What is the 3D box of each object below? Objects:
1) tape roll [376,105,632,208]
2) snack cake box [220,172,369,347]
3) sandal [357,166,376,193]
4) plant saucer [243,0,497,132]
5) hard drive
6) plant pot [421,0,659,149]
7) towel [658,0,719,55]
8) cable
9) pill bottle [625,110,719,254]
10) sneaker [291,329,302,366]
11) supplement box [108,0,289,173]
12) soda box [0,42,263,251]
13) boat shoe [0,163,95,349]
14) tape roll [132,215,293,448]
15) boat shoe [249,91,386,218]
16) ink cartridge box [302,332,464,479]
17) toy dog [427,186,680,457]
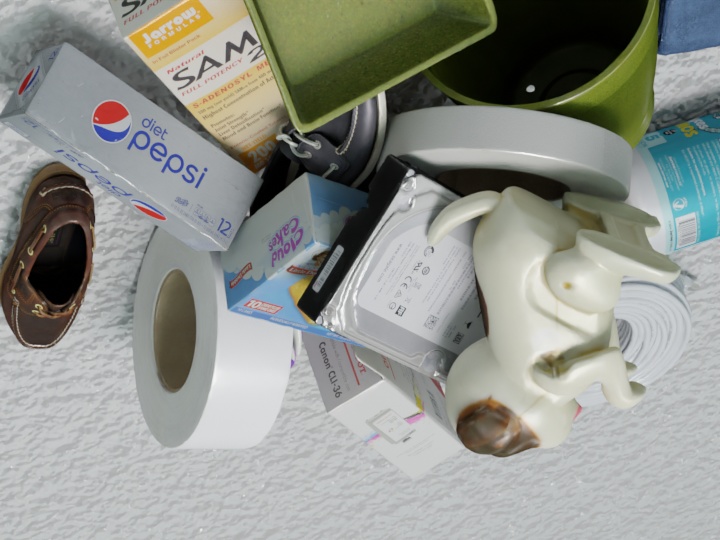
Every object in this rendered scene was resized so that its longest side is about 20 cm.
[{"bbox_3d":[0.112,-0.083,1.572,0.202,0.037,0.203,6,168,1],"label":"tape roll"},{"bbox_3d":[0.000,0.000,1.622,0.200,0.067,0.115,17,142,-38],"label":"snack cake box"},{"bbox_3d":[0.022,-0.080,1.745,0.082,0.055,0.200,-38,138,19],"label":"sandal"},{"bbox_3d":[-0.015,-0.230,1.474,0.199,0.048,0.201,-30,109,-28],"label":"plant saucer"},{"bbox_3d":[0.062,0.010,1.568,0.200,0.038,0.140,27,98,-41],"label":"hard drive"},{"bbox_3d":[0.157,-0.173,1.615,0.200,0.201,0.193,-27,150,7],"label":"plant pot"},{"bbox_3d":[0.341,-0.245,1.711,0.199,0.049,0.112,-12,139,-13],"label":"towel"},{"bbox_3d":[0.226,0.059,1.982,0.200,0.069,0.200,-39,138,19],"label":"cable"},{"bbox_3d":[0.327,-0.088,1.831,0.199,0.111,0.111,-17,140,-6],"label":"pill bottle"},{"bbox_3d":[-0.096,0.067,1.813,0.072,0.115,0.201,-10,140,-16],"label":"sneaker"},{"bbox_3d":[-0.091,-0.178,1.570,0.126,0.074,0.200,-31,140,10],"label":"supplement box"},{"bbox_3d":[-0.177,-0.094,1.571,0.200,0.063,0.068,34,73,-25],"label":"soda box"},{"bbox_3d":[-0.263,0.003,1.701,0.070,0.070,0.200,-6,139,-20],"label":"boat shoe"},{"bbox_3d":[-0.128,0.052,1.714,0.071,0.203,0.203,2,135,-27],"label":"tape roll"},{"bbox_3d":[-0.035,-0.092,1.578,0.063,0.073,0.200,-9,149,-28],"label":"boat shoe"},{"bbox_3d":[0.010,0.099,1.894,0.067,0.117,0.200,-32,138,13],"label":"ink cartridge box"},{"bbox_3d":[0.132,0.050,1.524,0.193,0.140,0.201,13,110,-15],"label":"toy dog"}]
